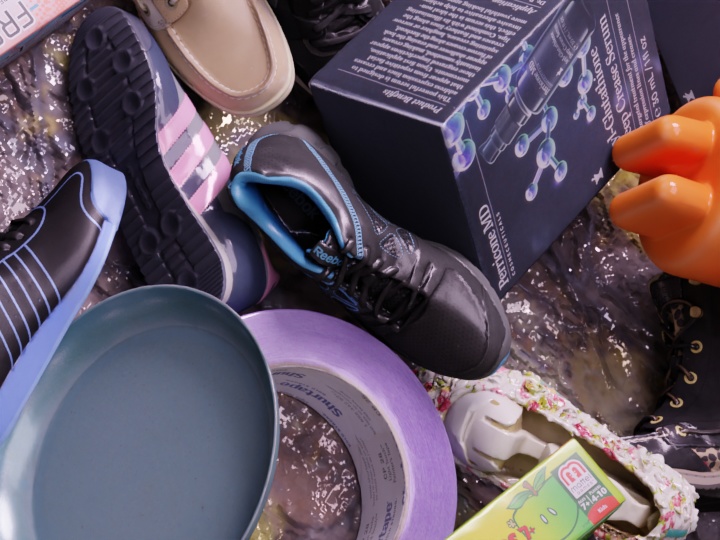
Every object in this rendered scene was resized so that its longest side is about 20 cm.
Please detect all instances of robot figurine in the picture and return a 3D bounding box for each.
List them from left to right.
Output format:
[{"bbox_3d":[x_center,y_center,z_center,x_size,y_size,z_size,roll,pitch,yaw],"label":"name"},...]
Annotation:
[{"bbox_3d":[0.252,-0.039,1.540,0.199,0.117,0.144,13,32,-26],"label":"robot figurine"}]

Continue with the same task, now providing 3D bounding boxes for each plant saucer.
[{"bbox_3d":[-0.121,0.106,1.360,0.027,0.200,0.201,31,60,-51],"label":"plant saucer"}]

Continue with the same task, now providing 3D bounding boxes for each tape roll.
[{"bbox_3d":[-0.046,0.127,1.445,0.199,0.066,0.201,7,73,-23],"label":"tape roll"}]

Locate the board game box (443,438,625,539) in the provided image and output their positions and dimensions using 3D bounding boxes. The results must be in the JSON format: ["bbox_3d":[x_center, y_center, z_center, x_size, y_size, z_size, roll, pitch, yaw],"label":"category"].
[{"bbox_3d":[0.049,0.182,1.376,0.200,0.102,0.048,-35,79,-29],"label":"board game box"}]

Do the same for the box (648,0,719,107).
[{"bbox_3d":[0.274,-0.222,1.658,0.182,0.104,0.201,-18,83,-39],"label":"box"}]

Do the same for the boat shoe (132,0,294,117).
[{"bbox_3d":[-0.109,-0.179,1.474,0.072,0.065,0.200,-31,76,0],"label":"boat shoe"}]

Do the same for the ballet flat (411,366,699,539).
[{"bbox_3d":[0.109,0.108,1.477,0.199,0.064,0.076,23,100,14],"label":"ballet flat"}]

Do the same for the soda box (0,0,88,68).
[{"bbox_3d":[-0.246,-0.133,1.424,0.200,0.064,0.068,-40,95,-30],"label":"soda box"}]

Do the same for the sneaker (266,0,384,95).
[{"bbox_3d":[-0.031,-0.179,1.482,0.076,0.088,0.200,-26,107,-4],"label":"sneaker"}]

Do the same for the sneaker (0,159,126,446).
[{"bbox_3d":[-0.204,0.012,1.397,0.078,0.070,0.200,34,66,-21],"label":"sneaker"}]

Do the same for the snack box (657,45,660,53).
[{"bbox_3d":[0.128,-0.221,1.651,0.200,0.024,0.072,31,63,-15],"label":"snack box"}]

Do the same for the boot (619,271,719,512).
[{"bbox_3d":[0.204,0.075,1.577,0.199,0.073,0.151,0,70,-17],"label":"boot"}]

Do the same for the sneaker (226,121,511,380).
[{"bbox_3d":[0.000,0.000,1.442,0.200,0.073,0.082,39,21,0],"label":"sneaker"}]

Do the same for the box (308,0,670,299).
[{"bbox_3d":[0.084,-0.106,1.513,0.200,0.107,0.149,-46,138,-28],"label":"box"}]

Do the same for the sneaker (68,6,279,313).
[{"bbox_3d":[-0.111,-0.063,1.480,0.082,0.070,0.201,-3,69,-56],"label":"sneaker"}]
